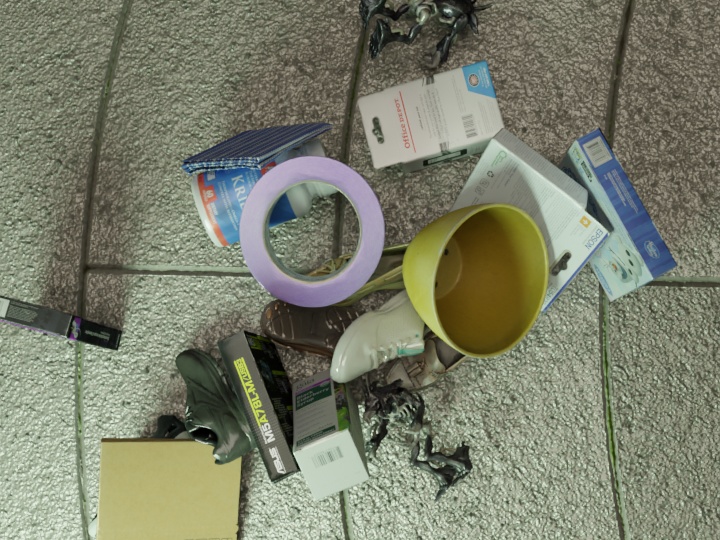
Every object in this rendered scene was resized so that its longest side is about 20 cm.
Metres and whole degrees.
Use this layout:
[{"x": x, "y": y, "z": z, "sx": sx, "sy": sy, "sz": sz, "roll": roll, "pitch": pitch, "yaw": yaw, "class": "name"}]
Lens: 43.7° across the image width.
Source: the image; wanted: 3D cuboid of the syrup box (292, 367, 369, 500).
[{"x": -0.043, "y": 0.212, "z": 1.212, "sx": 0.078, "sy": 0.200, "sz": 0.083, "roll": -22, "pitch": 110, "yaw": 3, "class": "syrup box"}]

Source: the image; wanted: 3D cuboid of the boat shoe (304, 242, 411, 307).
[{"x": 0.001, "y": 0.002, "z": 1.298, "sx": 0.197, "sy": 0.063, "sz": 0.074, "roll": -10, "pitch": 59, "yaw": 2, "class": "boat shoe"}]

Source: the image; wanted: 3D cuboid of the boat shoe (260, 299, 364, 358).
[{"x": -0.052, "y": 0.091, "z": 1.300, "sx": 0.197, "sy": 0.072, "sz": 0.077, "roll": 19, "pitch": 68, "yaw": -12, "class": "boat shoe"}]

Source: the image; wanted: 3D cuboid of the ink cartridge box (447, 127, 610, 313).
[{"x": 0.227, "y": -0.065, "z": 1.239, "sx": 0.199, "sy": 0.201, "sz": 0.041, "roll": 41, "pitch": 51, "yaw": 9, "class": "ink cartridge box"}]

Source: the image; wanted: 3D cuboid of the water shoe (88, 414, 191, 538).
[{"x": -0.323, "y": 0.299, "z": 1.306, "sx": 0.200, "sy": 0.072, "sz": 0.079, "roll": -44, "pitch": 61, "yaw": -7, "class": "water shoe"}]

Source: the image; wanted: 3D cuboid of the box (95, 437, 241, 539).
[{"x": -0.267, "y": 0.317, "z": 1.261, "sx": 0.196, "sy": 0.021, "sz": 0.167, "roll": 3, "pitch": 95, "yaw": -17, "class": "box"}]

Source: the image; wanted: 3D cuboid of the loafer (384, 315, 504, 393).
[{"x": 0.120, "y": 0.113, "z": 1.282, "sx": 0.198, "sy": 0.063, "sz": 0.073, "roll": -29, "pitch": 83, "yaw": 1, "class": "loafer"}]

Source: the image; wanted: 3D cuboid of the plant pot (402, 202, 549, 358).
[{"x": 0.135, "y": 0.002, "z": 1.217, "sx": 0.197, "sy": 0.141, "sz": 0.204, "roll": -7, "pitch": 103, "yaw": -32, "class": "plant pot"}]

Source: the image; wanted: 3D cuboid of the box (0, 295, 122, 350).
[{"x": -0.437, "y": 0.073, "z": 1.272, "sx": 0.140, "sy": 0.200, "sz": 0.037, "roll": 14, "pitch": 80, "yaw": 6, "class": "box"}]

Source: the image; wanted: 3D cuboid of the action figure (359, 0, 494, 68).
[{"x": 0.095, "y": -0.373, "z": 1.328, "sx": 0.197, "sy": 0.102, "sz": 0.121, "roll": -14, "pitch": 73, "yaw": -23, "class": "action figure"}]

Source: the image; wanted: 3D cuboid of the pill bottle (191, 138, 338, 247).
[{"x": -0.137, "y": -0.120, "z": 1.313, "sx": 0.197, "sy": 0.112, "sz": 0.114, "roll": -22, "pitch": 81, "yaw": 2, "class": "pill bottle"}]

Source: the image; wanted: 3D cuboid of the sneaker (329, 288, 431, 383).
[{"x": 0.044, "y": 0.097, "z": 1.237, "sx": 0.088, "sy": 0.076, "sz": 0.199, "roll": 31, "pitch": 49, "yaw": 28, "class": "sneaker"}]

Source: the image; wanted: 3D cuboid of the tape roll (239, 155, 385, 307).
[{"x": -0.065, "y": -0.055, "z": 1.232, "sx": 0.196, "sy": 0.066, "sz": 0.204, "roll": 0, "pitch": 97, "yaw": 0, "class": "tape roll"}]

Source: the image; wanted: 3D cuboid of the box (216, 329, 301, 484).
[{"x": -0.121, "y": 0.184, "z": 1.227, "sx": 0.047, "sy": 0.200, "sz": 0.196, "roll": -26, "pitch": 82, "yaw": 2, "class": "box"}]

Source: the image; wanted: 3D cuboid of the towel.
[{"x": -0.150, "y": -0.172, "z": 1.274, "sx": 0.144, "sy": 0.198, "sz": 0.024, "roll": -34, "pitch": 115, "yaw": -36, "class": "towel"}]

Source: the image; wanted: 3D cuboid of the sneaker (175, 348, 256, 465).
[{"x": -0.217, "y": 0.188, "z": 1.265, "sx": 0.090, "sy": 0.077, "sz": 0.200, "roll": -31, "pitch": 51, "yaw": -22, "class": "sneaker"}]

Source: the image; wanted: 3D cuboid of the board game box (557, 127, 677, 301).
[{"x": 0.333, "y": -0.068, "z": 1.218, "sx": 0.043, "sy": 0.199, "sz": 0.202, "roll": -26, "pitch": 81, "yaw": -4, "class": "board game box"}]

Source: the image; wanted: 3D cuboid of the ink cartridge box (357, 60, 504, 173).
[{"x": 0.104, "y": -0.219, "z": 1.326, "sx": 0.196, "sy": 0.068, "sz": 0.118, "roll": -15, "pitch": 81, "yaw": 3, "class": "ink cartridge box"}]

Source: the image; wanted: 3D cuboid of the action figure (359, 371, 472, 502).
[{"x": 0.060, "y": 0.228, "z": 1.246, "sx": 0.200, "sy": 0.119, "sz": 0.102, "roll": 42, "pitch": 50, "yaw": 1, "class": "action figure"}]
